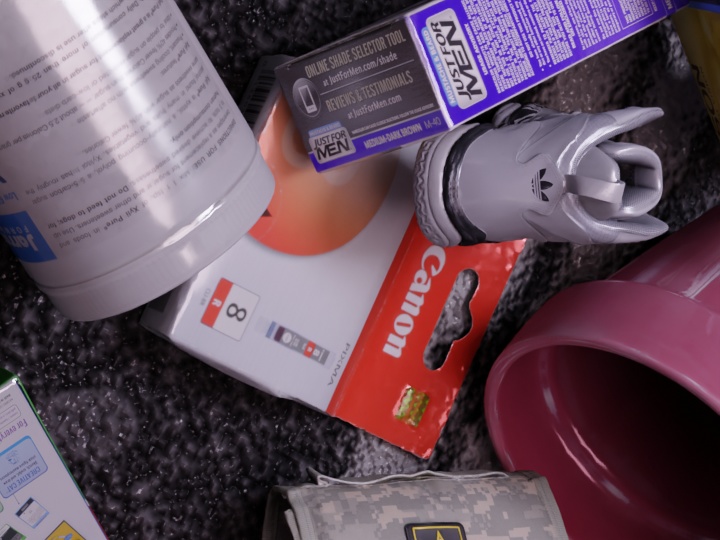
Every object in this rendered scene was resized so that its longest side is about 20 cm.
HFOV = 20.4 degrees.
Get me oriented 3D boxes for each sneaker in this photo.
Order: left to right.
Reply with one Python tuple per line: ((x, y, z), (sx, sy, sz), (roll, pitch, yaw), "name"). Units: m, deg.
((0.115, -0.050, 1.055), (0.200, 0.114, 0.076), (-18, 106, -63), "sneaker")

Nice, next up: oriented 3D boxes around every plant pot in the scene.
((0.198, 0.061, 1.125), (0.179, 0.199, 0.201), (-45, 116, -33), "plant pot")

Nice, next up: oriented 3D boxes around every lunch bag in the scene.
((0.029, 0.206, 1.086), (0.163, 0.117, 0.202), (-1, 94, -24), "lunch bag")

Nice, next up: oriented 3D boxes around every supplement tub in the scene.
((-0.141, -0.092, 0.943), (0.132, 0.132, 0.201), (-38, 112, -19), "supplement tub")

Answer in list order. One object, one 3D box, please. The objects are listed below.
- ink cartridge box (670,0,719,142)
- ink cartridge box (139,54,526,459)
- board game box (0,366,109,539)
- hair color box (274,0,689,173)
((0.201, -0.129, 1.085), (0.047, 0.200, 0.199), (-25, 102, -4), "ink cartridge box")
((0.000, 0.000, 1.080), (0.199, 0.050, 0.163), (27, 84, -25), "ink cartridge box")
((-0.194, 0.173, 1.003), (0.153, 0.040, 0.201), (-33, 111, -20), "board game box")
((0.065, -0.121, 1.031), (0.199, 0.109, 0.065), (-27, 98, -39), "hair color box")
